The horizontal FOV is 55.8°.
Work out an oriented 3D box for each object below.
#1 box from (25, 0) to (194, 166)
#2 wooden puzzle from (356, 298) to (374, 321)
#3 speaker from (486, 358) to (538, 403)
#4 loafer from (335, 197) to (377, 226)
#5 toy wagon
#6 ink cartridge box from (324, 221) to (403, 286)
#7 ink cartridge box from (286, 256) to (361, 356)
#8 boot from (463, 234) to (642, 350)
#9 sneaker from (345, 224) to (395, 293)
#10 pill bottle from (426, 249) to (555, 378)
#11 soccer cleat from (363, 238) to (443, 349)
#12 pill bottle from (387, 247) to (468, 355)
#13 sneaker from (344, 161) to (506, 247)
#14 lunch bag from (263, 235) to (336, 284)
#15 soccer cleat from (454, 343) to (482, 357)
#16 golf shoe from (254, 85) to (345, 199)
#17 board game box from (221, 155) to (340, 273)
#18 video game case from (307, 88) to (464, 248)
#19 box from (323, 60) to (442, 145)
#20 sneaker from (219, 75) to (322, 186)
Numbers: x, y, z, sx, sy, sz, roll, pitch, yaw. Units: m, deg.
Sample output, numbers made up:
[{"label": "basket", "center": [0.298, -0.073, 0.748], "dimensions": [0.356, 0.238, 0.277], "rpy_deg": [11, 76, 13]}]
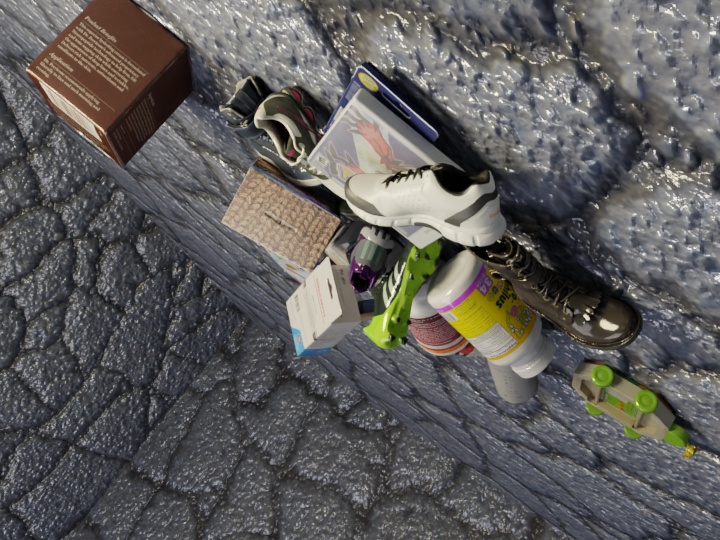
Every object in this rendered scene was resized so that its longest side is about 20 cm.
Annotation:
[{"label": "box", "center": [-0.409, -0.319, 1.142], "dimensions": [0.165, 0.201, 0.164], "rpy_deg": [39, 166, -1]}, {"label": "wooden puzzle", "center": [0.051, 0.075, 1.364], "dimensions": [0.197, 0.047, 0.185], "rpy_deg": [-2, 173, -14]}, {"label": "speaker", "center": [0.261, 0.158, 1.175], "dimensions": [0.081, 0.082, 0.201], "rpy_deg": [29, 163, 31]}, {"label": "loafer", "center": [0.031, -0.091, 1.015], "dimensions": [0.072, 0.073, 0.199], "rpy_deg": [42, 166, -29]}, {"label": "toy wagon", "center": [0.418, 0.213, 1.038], "dimensions": [0.199, 0.040, 0.156], "rpy_deg": [31, 164, 27]}, {"label": "ink cartridge box", "center": [0.005, -0.028, 1.265], "dimensions": [0.117, 0.068, 0.200], "rpy_deg": [42, 165, -11]}, {"label": "ink cartridge box", "center": [-0.063, 0.067, 1.259], "dimensions": [0.200, 0.067, 0.118], "rpy_deg": [-45, 54, 51]}, {"label": "boot", "center": [0.218, 0.017, 0.809], "dimensions": [0.173, 0.070, 0.199], "rpy_deg": [33, 175, -42]}, {"label": "sneaker", "center": [0.000, 0.000, 1.078], "dimensions": [0.074, 0.088, 0.200], "rpy_deg": [24, 162, 3]}, {"label": "pill bottle", "center": [0.199, 0.070, 1.015], "dimensions": [0.200, 0.105, 0.104], "rpy_deg": [42, 165, -15]}, {"label": "soccer cleat", "center": [0.059, 0.016, 1.014], "dimensions": [0.067, 0.203, 0.081], "rpy_deg": [23, 179, -42]}, {"label": "pill bottle", "center": [0.117, 0.050, 1.135], "dimensions": [0.112, 0.113, 0.201], "rpy_deg": [27, 162, 37]}, {"label": "sneaker", "center": [0.068, -0.091, 0.758], "dimensions": [0.198, 0.074, 0.081], "rpy_deg": [13, 137, 28]}, {"label": "lunch bag", "center": [-0.118, -0.051, 1.371], "dimensions": [0.170, 0.124, 0.200], "rpy_deg": [50, 177, -40]}, {"label": "soccer cleat", "center": [0.184, 0.134, 1.316], "dimensions": [0.084, 0.070, 0.199], "rpy_deg": [24, 170, -23]}, {"label": "golf shoe", "center": [-0.067, -0.159, 0.946], "dimensions": [0.200, 0.088, 0.077], "rpy_deg": [45, 132, -6]}, {"label": "board game box", "center": [-0.124, -0.100, 1.113], "dimensions": [0.158, 0.098, 0.200], "rpy_deg": [30, -168, -10]}, {"label": "video game case", "center": [0.042, -0.114, 0.838], "dimensions": [0.199, 0.023, 0.182], "rpy_deg": [37, 156, -9]}, {"label": "box", "center": [0.026, -0.178, 0.834], "dimensions": [0.121, 0.033, 0.200], "rpy_deg": [40, 165, -5]}, {"label": "sneaker", "center": [-0.128, -0.210, 1.027], "dimensions": [0.201, 0.077, 0.146], "rpy_deg": [29, 165, 36]}]
